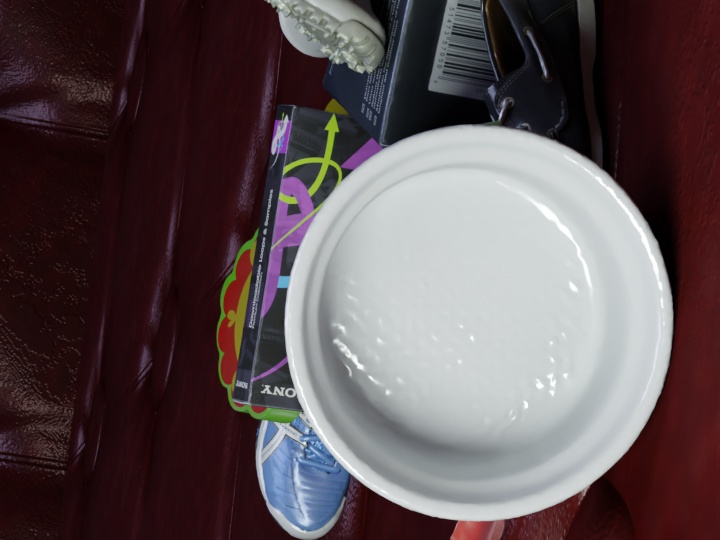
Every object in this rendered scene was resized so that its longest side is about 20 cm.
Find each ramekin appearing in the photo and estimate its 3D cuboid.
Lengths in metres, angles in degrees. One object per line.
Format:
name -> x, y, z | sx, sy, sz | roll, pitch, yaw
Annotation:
ramekin -> 0.056, 0.025, 1.307 | 0.098, 0.199, 0.202 | -161, 80, -84

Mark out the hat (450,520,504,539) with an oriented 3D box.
hat -> 0.074, 0.222, 1.473 | 0.166, 0.175, 0.200 | -102, -13, -52

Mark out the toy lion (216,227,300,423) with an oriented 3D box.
toy lion -> -0.037, 0.011, 1.774 | 0.191, 0.068, 0.201 | 11, 89, 57

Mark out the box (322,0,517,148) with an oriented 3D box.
box -> 0.056, -0.162, 1.616 | 0.200, 0.107, 0.149 | -126, 47, -71

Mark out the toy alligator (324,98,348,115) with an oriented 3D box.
toy alligator -> 0.002, -0.076, 1.880 | 0.054, 0.059, 0.201 | -17, 40, 27

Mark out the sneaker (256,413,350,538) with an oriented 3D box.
sneaker -> -0.030, 0.096, 1.837 | 0.077, 0.075, 0.201 | 150, 128, -77

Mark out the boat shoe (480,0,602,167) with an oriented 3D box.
boat shoe -> 0.102, -0.085, 1.461 | 0.072, 0.067, 0.201 | 124, 149, -57

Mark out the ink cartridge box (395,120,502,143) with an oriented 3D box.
ink cartridge box -> 0.056, -0.008, 1.486 | 0.200, 0.067, 0.118 | 119, 137, -80

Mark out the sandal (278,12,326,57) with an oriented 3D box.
sandal -> -0.002, -0.212, 1.755 | 0.059, 0.206, 0.080 | 21, 126, 32

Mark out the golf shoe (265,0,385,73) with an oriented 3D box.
golf shoe -> -0.022, -0.200, 1.586 | 0.097, 0.078, 0.200 | -45, 40, 4

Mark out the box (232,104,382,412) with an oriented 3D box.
box -> 0.000, 0.000, 1.662 | 0.036, 0.142, 0.201 | -167, 86, -68
